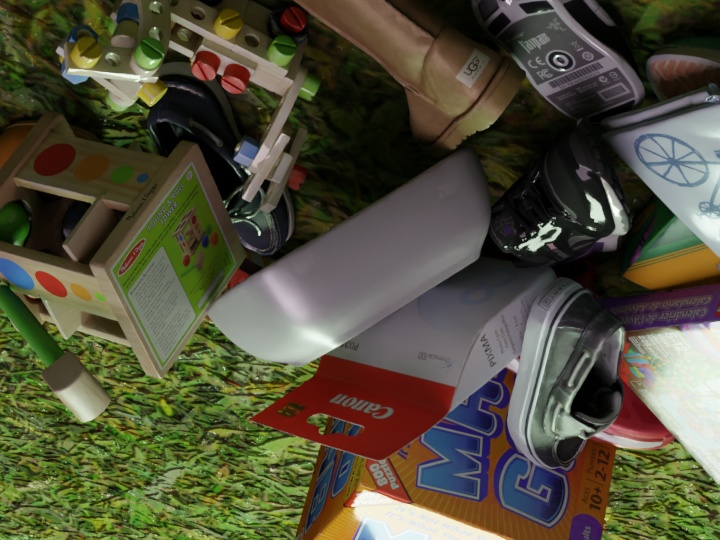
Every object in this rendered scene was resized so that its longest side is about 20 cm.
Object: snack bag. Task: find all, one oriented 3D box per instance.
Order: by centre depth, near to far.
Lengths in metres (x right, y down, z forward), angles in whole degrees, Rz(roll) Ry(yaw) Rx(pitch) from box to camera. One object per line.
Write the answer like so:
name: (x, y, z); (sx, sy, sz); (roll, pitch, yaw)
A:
snack bag: (0.275, -0.053, 1.192); (0.189, 0.021, 0.200); (42, 151, -21)

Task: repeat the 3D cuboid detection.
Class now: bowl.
bowl: (0.000, 0.000, 1.324); (0.075, 0.200, 0.200); (58, 162, 1)

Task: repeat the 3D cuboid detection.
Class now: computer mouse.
computer mouse: (0.112, -0.171, 1.210); (0.110, 0.044, 0.200); (-19, 129, 42)

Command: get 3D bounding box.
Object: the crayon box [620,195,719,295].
crayon box: (0.303, -0.007, 1.342); (0.200, 0.058, 0.119); (24, 144, -10)

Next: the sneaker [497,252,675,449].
sneaker: (0.176, 0.055, 1.442); (0.200, 0.078, 0.116); (30, 142, 1)

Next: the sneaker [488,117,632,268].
sneaker: (0.132, -0.038, 1.281); (0.087, 0.076, 0.200); (-21, 163, 0)

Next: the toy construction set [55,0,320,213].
toy construction set: (-0.103, -0.133, 1.268); (0.200, 0.131, 0.092); (35, 141, -25)

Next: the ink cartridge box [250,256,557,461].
ink cartridge box: (0.029, 0.055, 1.380); (0.160, 0.200, 0.047); (11, 129, 50)

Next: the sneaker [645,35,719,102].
sneaker: (0.282, -0.121, 1.192); (0.200, 0.080, 0.071); (18, 140, 37)

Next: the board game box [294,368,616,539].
board game box: (0.079, 0.164, 1.541); (0.200, 0.200, 0.200); (21, 145, -9)

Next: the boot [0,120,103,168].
boot: (-0.298, -0.039, 1.464); (0.201, 0.144, 0.071); (-7, 140, 28)

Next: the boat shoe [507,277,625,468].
boat shoe: (0.155, 0.092, 1.365); (0.071, 0.072, 0.200); (37, 154, 29)

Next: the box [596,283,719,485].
box: (0.276, 0.088, 1.386); (0.137, 0.039, 0.200); (-10, 134, 45)

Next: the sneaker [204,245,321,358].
sneaker: (-0.101, 0.013, 1.518); (0.200, 0.075, 0.090); (33, -174, 10)

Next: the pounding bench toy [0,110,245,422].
pounding bench toy: (-0.212, 0.004, 1.354); (0.156, 0.200, 0.124); (14, 145, 29)

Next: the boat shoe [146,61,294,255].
boat shoe: (-0.107, -0.071, 1.415); (0.075, 0.062, 0.200); (-1, 142, 20)

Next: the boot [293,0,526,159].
boot: (0.005, -0.166, 1.239); (0.200, 0.066, 0.175); (36, 165, -7)
